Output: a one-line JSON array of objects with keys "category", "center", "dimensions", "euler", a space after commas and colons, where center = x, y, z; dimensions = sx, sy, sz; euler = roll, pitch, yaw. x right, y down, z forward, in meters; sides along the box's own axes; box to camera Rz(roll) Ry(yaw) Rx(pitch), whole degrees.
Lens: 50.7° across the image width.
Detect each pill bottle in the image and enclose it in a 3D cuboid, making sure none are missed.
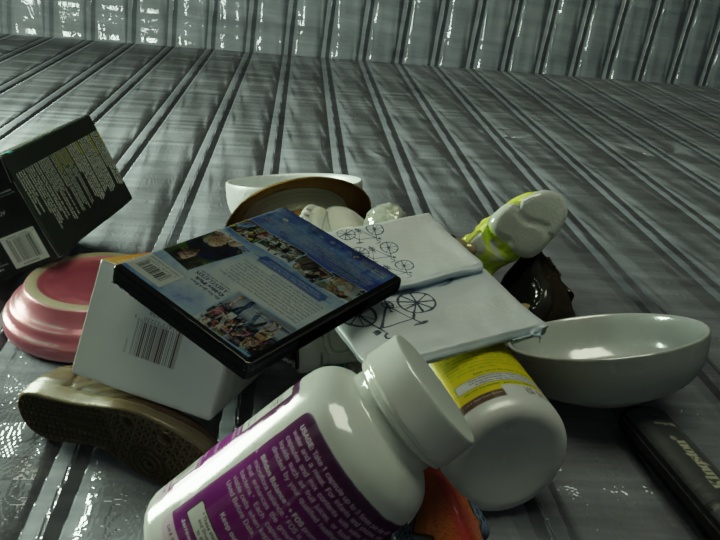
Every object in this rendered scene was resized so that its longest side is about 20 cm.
[{"category": "pill bottle", "center": [-0.030, 0.134, 0.486], "dimensions": [0.199, 0.112, 0.113], "euler": [-37, 26, 7]}, {"category": "pill bottle", "center": [0.096, 0.110, 0.685], "dimensions": [0.108, 0.111, 0.200], "euler": [-1, 25, -14]}]

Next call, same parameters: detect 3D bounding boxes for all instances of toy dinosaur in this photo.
[{"category": "toy dinosaur", "center": [0.048, 0.184, 0.478], "dimensions": [0.104, 0.202, 0.181], "euler": [-16, -3, -11]}]

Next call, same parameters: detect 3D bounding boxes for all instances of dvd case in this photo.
[{"category": "dvd case", "center": [-0.075, 0.008, 0.612], "dimensions": [0.142, 0.018, 0.199], "euler": [32, 32, 23]}]

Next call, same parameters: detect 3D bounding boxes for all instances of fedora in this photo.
[{"category": "fedora", "center": [-0.072, -0.037, 0.959], "dimensions": [0.198, 0.201, 0.083], "euler": [-6, 60, -23]}]

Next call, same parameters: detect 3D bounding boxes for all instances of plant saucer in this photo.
[{"category": "plant saucer", "center": [-0.291, 0.031, 0.845], "dimensions": [0.198, 0.051, 0.201], "euler": [6, 24, -2]}]

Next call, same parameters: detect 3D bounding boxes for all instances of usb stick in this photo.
[{"category": "usb stick", "center": [0.292, 0.184, 0.661], "dimensions": [0.055, 0.033, 0.200], "euler": [0, 25, -12]}]

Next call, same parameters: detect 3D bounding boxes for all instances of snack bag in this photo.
[{"category": "snack bag", "center": [0.042, 0.014, 0.690], "dimensions": [0.187, 0.022, 0.200], "euler": [-11, 39, -27]}]

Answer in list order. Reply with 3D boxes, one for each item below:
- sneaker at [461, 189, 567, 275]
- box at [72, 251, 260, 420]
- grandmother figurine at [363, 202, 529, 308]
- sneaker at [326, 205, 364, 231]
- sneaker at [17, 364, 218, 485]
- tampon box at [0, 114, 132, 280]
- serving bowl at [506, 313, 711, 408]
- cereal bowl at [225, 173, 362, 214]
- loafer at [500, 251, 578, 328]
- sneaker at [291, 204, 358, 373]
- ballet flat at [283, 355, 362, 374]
[{"category": "sneaker", "center": [0.170, -0.039, 0.986], "dimensions": [0.199, 0.076, 0.105], "euler": [-34, 10, 5]}, {"category": "box", "center": [-0.151, 0.047, 0.695], "dimensions": [0.123, 0.099, 0.200], "euler": [18, 6, 4]}, {"category": "grandmother figurine", "center": [0.084, 0.002, 0.815], "dimensions": [0.200, 0.061, 0.121], "euler": [40, 36, 3]}, {"category": "sneaker", "center": [0.000, 0.000, 0.839], "dimensions": [0.076, 0.081, 0.201], "euler": [-21, 58, -4]}, {"category": "sneaker", "center": [-0.193, 0.117, 0.646], "dimensions": [0.198, 0.071, 0.076], "euler": [14, 31, 19]}, {"category": "tampon box", "center": [-0.405, -0.086, 0.927], "dimensions": [0.148, 0.127, 0.200], "euler": [-18, 20, 16]}, {"category": "serving bowl", "center": [0.251, 0.095, 0.775], "dimensions": [0.197, 0.067, 0.200], "euler": [-8, 7, 1]}, {"category": "cereal bowl", "center": [-0.094, -0.090, 1.096], "dimensions": [0.197, 0.084, 0.200], "euler": [-1, 14, 0]}, {"category": "loafer", "center": [0.227, 0.031, 0.960], "dimensions": [0.071, 0.073, 0.200], "euler": [35, 23, -8]}, {"category": "sneaker", "center": [-0.030, 0.015, 0.757], "dimensions": [0.080, 0.076, 0.202], "euler": [-1, 48, -6]}, {"category": "ballet flat", "center": [-0.061, 0.069, 0.810], "dimensions": [0.071, 0.073, 0.199], "euler": [-17, 38, -41]}]
